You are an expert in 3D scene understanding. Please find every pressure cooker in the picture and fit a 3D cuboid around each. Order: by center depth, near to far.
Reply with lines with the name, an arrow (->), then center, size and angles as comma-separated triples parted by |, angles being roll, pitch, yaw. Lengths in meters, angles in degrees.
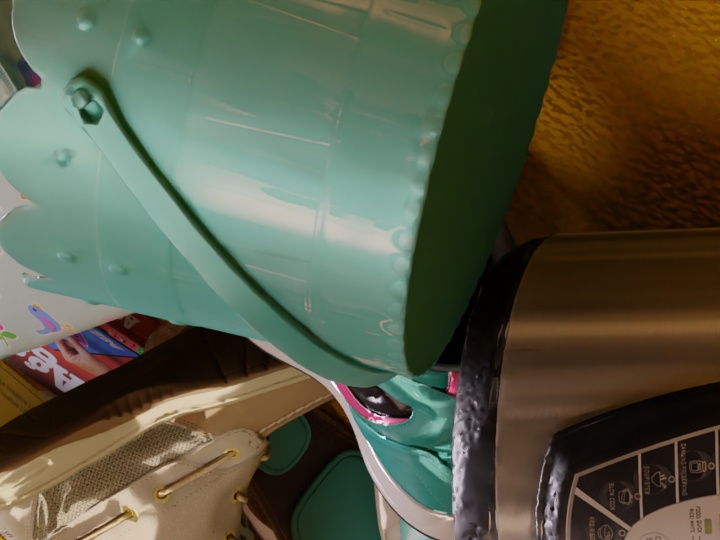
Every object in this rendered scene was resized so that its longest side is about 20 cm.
pressure cooker -> 0.145, 0.067, 0.859 | 0.198, 0.180, 0.176 | -1, 149, 20

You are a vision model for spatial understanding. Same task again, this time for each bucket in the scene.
bucket -> -0.018, -0.067, 0.809 | 0.134, 0.208, 0.208 | 18, 148, 12

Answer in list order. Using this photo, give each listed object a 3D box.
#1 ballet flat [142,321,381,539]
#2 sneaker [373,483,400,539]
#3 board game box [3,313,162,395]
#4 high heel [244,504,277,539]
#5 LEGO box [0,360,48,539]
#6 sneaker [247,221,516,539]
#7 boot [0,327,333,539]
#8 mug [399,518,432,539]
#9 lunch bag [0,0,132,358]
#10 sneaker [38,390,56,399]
ballet flat -> -0.037, 0.095, 1.199 | 0.200, 0.068, 0.072 | 46, 167, -22
sneaker -> 0.060, 0.125, 1.151 | 0.098, 0.071, 0.202 | -11, 112, 4
board game box -> -0.194, 0.000, 1.239 | 0.199, 0.020, 0.103 | 34, 151, -2
high heel -> -0.057, 0.145, 1.223 | 0.200, 0.067, 0.096 | 53, 178, 42
LEGO box -> -0.204, 0.105, 1.196 | 0.148, 0.078, 0.200 | -13, 134, 43
sneaker -> 0.000, 0.000, 0.965 | 0.200, 0.083, 0.121 | 48, 151, 35
boot -> -0.058, 0.108, 1.118 | 0.199, 0.072, 0.155 | -24, 111, 8
mug -> 0.104, 0.120, 1.044 | 0.185, 0.115, 0.152 | 42, 148, -16
lunch bag -> -0.142, -0.077, 0.982 | 0.200, 0.122, 0.170 | 51, 147, -15
sneaker -> -0.224, 0.086, 1.304 | 0.199, 0.075, 0.085 | 21, -172, 19
